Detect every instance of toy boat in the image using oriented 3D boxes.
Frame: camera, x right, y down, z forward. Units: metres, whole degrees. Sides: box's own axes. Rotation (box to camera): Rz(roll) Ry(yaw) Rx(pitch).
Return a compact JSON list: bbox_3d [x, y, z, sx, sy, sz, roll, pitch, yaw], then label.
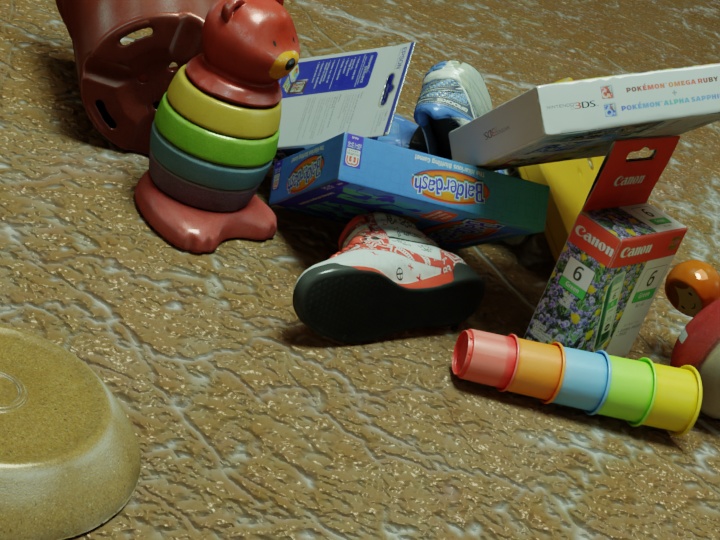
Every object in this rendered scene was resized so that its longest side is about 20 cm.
[{"bbox_3d":[0.325,0.041,1.210,0.131,0.131,0.200,39,30,20],"label":"toy boat"}]

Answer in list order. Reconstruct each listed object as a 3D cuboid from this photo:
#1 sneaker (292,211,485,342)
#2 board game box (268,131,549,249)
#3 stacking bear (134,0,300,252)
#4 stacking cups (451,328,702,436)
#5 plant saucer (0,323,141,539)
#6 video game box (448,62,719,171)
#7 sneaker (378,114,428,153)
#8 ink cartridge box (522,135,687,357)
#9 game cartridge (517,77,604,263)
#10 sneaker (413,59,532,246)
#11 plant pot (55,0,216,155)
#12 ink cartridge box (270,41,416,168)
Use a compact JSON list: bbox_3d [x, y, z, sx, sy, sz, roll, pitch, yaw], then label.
[{"bbox_3d":[0.000,0.001,1.121,0.201,0.067,0.108,-1,32,-43],"label":"sneaker"},{"bbox_3d":[0.040,-0.065,1.200,0.199,0.045,0.152,12,-10,-24],"label":"board game box"},{"bbox_3d":[-0.110,-0.133,1.133,0.114,0.200,0.121,36,29,27],"label":"stacking bear"},{"bbox_3d":[0.173,0.088,1.097,0.199,0.061,0.061,12,28,-16],"label":"stacking cups"},{"bbox_3d":[-0.224,0.083,0.821,0.200,0.036,0.200,17,26,-9],"label":"plant saucer"},{"bbox_3d":[0.191,-0.124,1.139,0.182,0.047,0.200,-11,-2,-17],"label":"video game box"},{"bbox_3d":[0.020,-0.110,1.330,0.111,0.077,0.200,22,18,22],"label":"sneaker"},{"bbox_3d":[0.219,-0.013,1.159,0.109,0.200,0.050,-9,39,-47],"label":"ink cartridge box"},{"bbox_3d":[0.207,-0.092,1.375,0.200,0.032,0.177,-37,106,-60],"label":"game cartridge"},{"bbox_3d":[0.103,-0.095,1.308,0.200,0.077,0.085,58,42,-24],"label":"sneaker"},{"bbox_3d":[-0.185,-0.217,1.270,0.200,0.201,0.196,12,36,-20],"label":"plant pot"},{"bbox_3d":[-0.033,-0.145,1.230,0.200,0.100,0.039,-1,-28,40],"label":"ink cartridge box"}]
